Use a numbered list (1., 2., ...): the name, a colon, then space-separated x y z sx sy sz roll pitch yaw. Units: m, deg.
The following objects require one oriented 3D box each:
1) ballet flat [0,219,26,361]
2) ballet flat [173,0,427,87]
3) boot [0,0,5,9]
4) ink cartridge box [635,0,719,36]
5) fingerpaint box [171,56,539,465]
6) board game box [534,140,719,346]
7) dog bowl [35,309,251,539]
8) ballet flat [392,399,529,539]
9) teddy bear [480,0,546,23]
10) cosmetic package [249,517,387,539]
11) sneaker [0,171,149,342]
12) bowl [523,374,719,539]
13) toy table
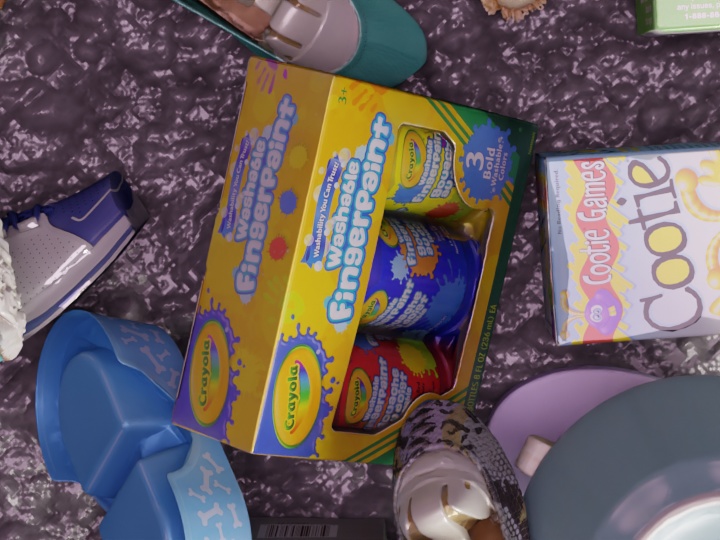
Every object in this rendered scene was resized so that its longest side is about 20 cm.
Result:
1. ballet flat: -0.235 -0.042 1.280 0.072 0.072 0.200 -45 81 3
2. ballet flat: -0.057 -0.151 1.328 0.199 0.070 0.068 28 107 -1
3. boot: -0.291 -0.180 1.337 0.199 0.077 0.156 11 98 -7
4. ink cartridge box: 0.221 -0.234 1.313 0.144 0.084 0.201 -4 94 1
5. fingerpaint box: 0.000 0.000 1.291 0.166 0.073 0.201 10 95 -45
6. board game box: 0.200 -0.019 1.318 0.199 0.105 0.104 -4 94 1
7. dog bowl: -0.118 0.111 1.308 0.049 0.112 0.201 -4 53 -34
8. ballet flat: 0.053 0.150 1.223 0.072 0.072 0.201 -15 64 2
9. teddy bear: 0.055 -0.234 1.333 0.199 0.067 0.145 29 103 -8
10. cosmetic package: -0.033 0.246 1.350 0.106 0.090 0.201 0 97 1
11. sneaker: -0.224 -0.004 1.336 0.199 0.081 0.115 -39 95 5
12. bowl: 0.178 0.159 1.216 0.199 0.105 0.202 0 94 0
13. toy table: 0.164 0.133 1.324 0.199 0.117 0.185 15 94 -1
